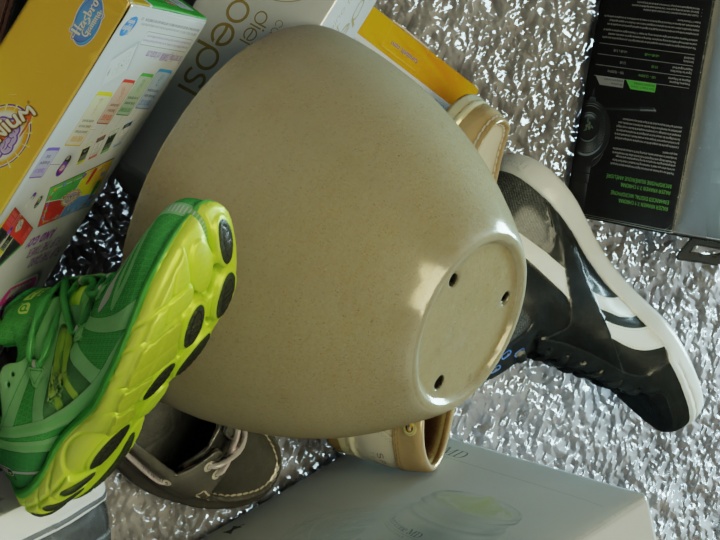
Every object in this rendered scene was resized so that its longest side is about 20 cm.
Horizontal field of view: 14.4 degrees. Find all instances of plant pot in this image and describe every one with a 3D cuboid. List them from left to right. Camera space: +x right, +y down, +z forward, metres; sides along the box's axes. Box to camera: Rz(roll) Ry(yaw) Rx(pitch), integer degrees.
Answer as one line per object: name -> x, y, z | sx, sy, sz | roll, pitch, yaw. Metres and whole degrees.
plant pot -> 0.000, 0.000, 1.355 | 0.200, 0.134, 0.201 | -38, 141, -39

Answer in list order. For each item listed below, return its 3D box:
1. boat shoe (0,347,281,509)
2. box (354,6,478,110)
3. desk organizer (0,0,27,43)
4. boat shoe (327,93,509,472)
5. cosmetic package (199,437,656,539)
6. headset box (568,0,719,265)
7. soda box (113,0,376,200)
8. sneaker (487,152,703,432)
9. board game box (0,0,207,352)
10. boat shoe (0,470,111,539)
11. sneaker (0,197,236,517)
boat shoe -> -0.103, 0.072, 1.423 | 0.200, 0.057, 0.067 | 34, 76, -38
box -> -0.026, -0.038, 1.481 | 0.119, 0.041, 0.201 | 35, 78, -38
desk organizer -> -0.127, -0.176, 1.344 | 0.200, 0.077, 0.072 | -33, 152, -48
boat shoe -> 0.047, 0.010, 1.486 | 0.074, 0.069, 0.201 | 4, 106, -65
cosmetic package -> 0.023, 0.187, 1.455 | 0.199, 0.199, 0.124 | -27, 115, -34
headset box -> 0.221, -0.101, 1.640 | 0.173, 0.093, 0.201 | 6, 94, -41
soda box -> -0.046, -0.116, 1.408 | 0.201, 0.063, 0.068 | -58, 168, -11
sneaker -> 0.103, 0.042, 1.588 | 0.112, 0.073, 0.200 | -47, 116, -20
board game box -> -0.152, -0.043, 1.276 | 0.201, 0.040, 0.153 | -57, 173, 6
boat shoe -> -0.199, 0.152, 1.353 | 0.200, 0.071, 0.068 | -27, 113, -41
sneaker -> -0.124, 0.034, 1.287 | 0.084, 0.200, 0.074 | 45, 39, 8
